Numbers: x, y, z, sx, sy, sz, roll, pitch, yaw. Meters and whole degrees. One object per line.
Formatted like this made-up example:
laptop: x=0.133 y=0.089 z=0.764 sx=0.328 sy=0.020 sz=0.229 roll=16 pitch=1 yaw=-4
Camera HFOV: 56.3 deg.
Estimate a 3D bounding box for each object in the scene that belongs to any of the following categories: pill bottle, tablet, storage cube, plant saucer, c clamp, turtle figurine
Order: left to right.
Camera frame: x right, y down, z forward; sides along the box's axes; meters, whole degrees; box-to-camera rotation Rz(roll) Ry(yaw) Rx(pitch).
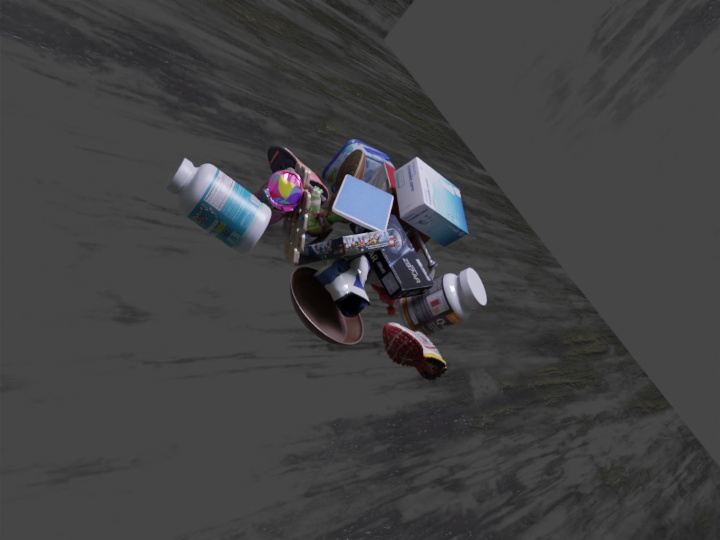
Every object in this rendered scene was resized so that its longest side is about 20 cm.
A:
pill bottle: x=-0.279 y=-0.130 z=1.314 sx=0.198 sy=0.111 sz=0.112 roll=36 pitch=26 yaw=-20
plant saucer: x=-0.077 y=0.082 z=1.405 sx=0.199 sy=0.037 sz=0.202 roll=37 pitch=25 yaw=-20
turtle figurine: x=-0.086 y=-0.162 z=1.584 sx=0.188 sy=0.146 sz=0.204 roll=-5 pitch=54 yaw=-16
tablet: x=0.008 y=-0.151 z=1.518 sx=0.127 sy=0.014 sz=0.202 roll=24 pitch=31 yaw=-5
storage cube: x=0.092 y=-0.154 z=1.878 sx=0.178 sy=0.171 sz=0.202 roll=31 pitch=28 yaw=-26
c clamp: x=0.147 y=-0.060 z=1.720 sx=0.170 sy=0.027 sz=0.204 roll=-38 pitch=107 yaw=-52
pill bottle: x=0.199 y=0.079 z=1.632 sx=0.116 sy=0.197 sz=0.119 roll=40 pitch=36 yaw=-37

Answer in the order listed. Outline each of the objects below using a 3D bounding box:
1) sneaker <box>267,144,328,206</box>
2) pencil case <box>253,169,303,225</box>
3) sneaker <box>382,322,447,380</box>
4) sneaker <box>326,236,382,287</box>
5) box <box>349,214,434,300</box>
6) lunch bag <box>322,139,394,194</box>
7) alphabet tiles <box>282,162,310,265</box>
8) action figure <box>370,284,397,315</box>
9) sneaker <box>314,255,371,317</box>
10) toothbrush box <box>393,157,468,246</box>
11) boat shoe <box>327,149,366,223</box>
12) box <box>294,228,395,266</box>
sneaker: x=-0.166 y=-0.247 z=1.754 sx=0.200 sy=0.074 sz=0.087 roll=43 pitch=10 yaw=-15
pencil case: x=-0.179 y=-0.149 z=1.420 sx=0.088 sy=0.089 sz=0.199 roll=39 pitch=-15 yaw=-11
sneaker: x=0.115 y=0.176 z=1.538 sx=0.199 sy=0.077 sz=0.083 roll=40 pitch=18 yaw=-35
sneaker: x=0.000 y=0.000 z=1.591 sx=0.195 sy=0.083 sz=0.089 roll=21 pitch=37 yaw=0
box: x=0.074 y=-0.034 z=1.557 sx=0.159 sy=0.043 sz=0.203 roll=-4 pitch=61 yaw=-57
lunch bag: x=-0.002 y=-0.285 z=1.942 sx=0.197 sy=0.161 sz=0.083 roll=9 pitch=41 yaw=-51
alphabet tiles: x=-0.135 y=-0.120 z=1.423 sx=0.014 sy=0.206 sz=0.195 roll=5 pitch=14 yaw=-19
action figure: x=0.047 y=0.024 z=1.682 sx=0.064 sy=0.052 sz=0.204 roll=11 pitch=46 yaw=-43
sneaker: x=-0.023 y=0.039 z=1.438 sx=0.117 sy=0.079 sz=0.199 roll=62 pitch=21 yaw=6
toothbrush box: x=0.182 y=-0.174 z=1.736 sx=0.198 sy=0.084 sz=0.150 roll=27 pitch=46 yaw=-44
boat shoe: x=-0.027 y=-0.224 z=1.812 sx=0.071 sy=0.206 sz=0.067 roll=10 pitch=-12 yaw=43
box: x=-0.038 y=-0.047 z=1.429 sx=0.134 sy=0.198 sz=0.039 roll=-11 pitch=90 yaw=-37
